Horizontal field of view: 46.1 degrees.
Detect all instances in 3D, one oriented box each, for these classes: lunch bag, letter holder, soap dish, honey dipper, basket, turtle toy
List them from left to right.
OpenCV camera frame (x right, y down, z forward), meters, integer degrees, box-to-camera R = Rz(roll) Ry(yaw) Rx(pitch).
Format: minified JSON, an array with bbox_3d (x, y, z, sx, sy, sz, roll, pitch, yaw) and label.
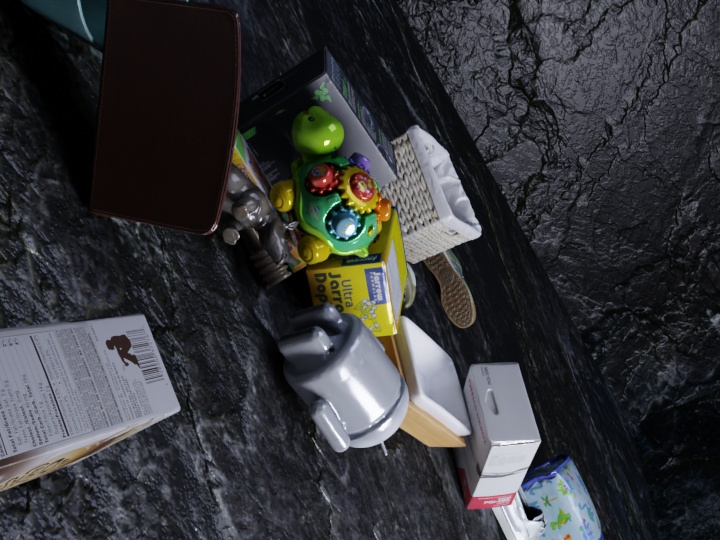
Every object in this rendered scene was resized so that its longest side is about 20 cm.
[{"bbox_3d":[-0.163,-0.145,0.805,0.100,0.140,0.203,-21,120,-72],"label":"letter holder"},{"bbox_3d":[-0.151,-0.073,1.052,0.202,0.038,0.038,60,19,-3],"label":"honey dipper"},{"bbox_3d":[-0.035,-0.109,1.086,0.145,0.101,0.202,-26,87,-45],"label":"turtle toy"},{"bbox_3d":[0.085,0.173,1.283,0.200,0.081,0.159,41,29,-48],"label":"soap dish"},{"bbox_3d":[0.108,-0.135,1.622,0.198,0.159,0.202,17,48,-65],"label":"basket"},{"bbox_3d":[0.404,0.467,1.682,0.199,0.127,0.172,-7,71,-60],"label":"lunch bag"}]

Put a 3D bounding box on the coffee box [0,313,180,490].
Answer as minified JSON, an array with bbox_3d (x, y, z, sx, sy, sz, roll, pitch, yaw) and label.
[{"bbox_3d":[-0.221,0.091,0.528,0.081,0.112,0.200,65,20,7],"label":"coffee box"}]

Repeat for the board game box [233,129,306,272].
[{"bbox_3d":[-0.130,-0.099,1.110,0.201,0.030,0.096,57,7,-21],"label":"board game box"}]

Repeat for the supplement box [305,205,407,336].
[{"bbox_3d":[0.000,0.000,1.197,0.201,0.108,0.110,-74,155,-64],"label":"supplement box"}]

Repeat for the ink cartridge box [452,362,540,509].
[{"bbox_3d":[0.208,0.263,1.338,0.201,0.082,0.148,98,-13,-48],"label":"ink cartridge box"}]

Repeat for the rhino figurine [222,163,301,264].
[{"bbox_3d":[-0.140,-0.075,0.994,0.200,0.060,0.088,42,26,-18],"label":"rhino figurine"}]

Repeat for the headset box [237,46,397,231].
[{"bbox_3d":[-0.071,-0.185,1.187,0.201,0.173,0.093,53,19,-31],"label":"headset box"}]

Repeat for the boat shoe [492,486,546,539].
[{"bbox_3d":[0.290,0.443,1.491,0.202,0.071,0.070,60,19,-10],"label":"boat shoe"}]

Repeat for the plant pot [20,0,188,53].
[{"bbox_3d":[-0.270,-0.328,0.813,0.159,0.203,0.200,24,14,13],"label":"plant pot"}]

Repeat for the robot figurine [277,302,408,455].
[{"bbox_3d":[-0.016,0.133,1.017,0.201,0.112,0.171,53,41,-27],"label":"robot figurine"}]

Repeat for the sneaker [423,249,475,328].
[{"bbox_3d":[0.198,0.022,1.798,0.202,0.067,0.090,64,24,9],"label":"sneaker"}]

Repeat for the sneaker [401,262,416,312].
[{"bbox_3d":[0.021,-0.019,1.405,0.088,0.077,0.202,-2,61,-55],"label":"sneaker"}]
